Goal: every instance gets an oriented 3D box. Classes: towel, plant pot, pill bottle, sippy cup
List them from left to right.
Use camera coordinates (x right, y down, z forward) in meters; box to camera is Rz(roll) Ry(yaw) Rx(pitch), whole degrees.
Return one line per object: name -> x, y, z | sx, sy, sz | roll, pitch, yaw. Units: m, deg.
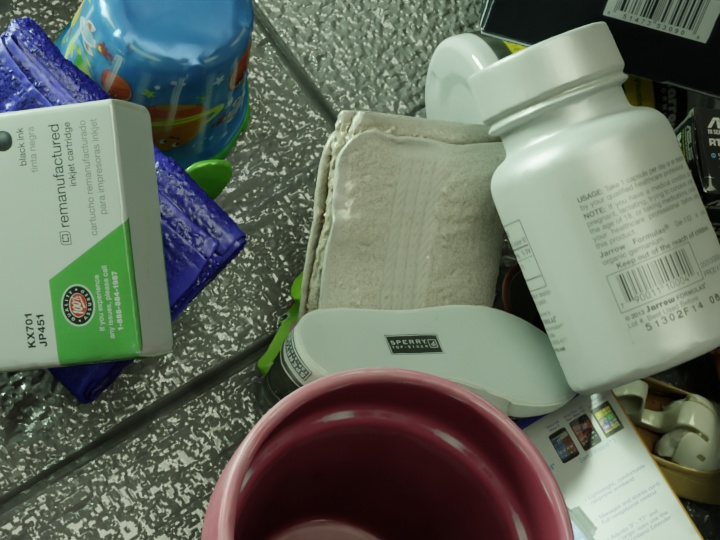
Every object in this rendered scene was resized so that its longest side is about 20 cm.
towel -> -0.185, -0.036, 1.129 | 0.200, 0.050, 0.148 | 46, 100, 7
sippy cup -> -0.126, -0.139, 1.183 | 0.178, 0.130, 0.140 | 38, 62, 3
plant pot -> 0.000, 0.177, 1.055 | 0.200, 0.179, 0.200 | 6, 65, -13
towel -> 0.028, 0.003, 1.152 | 0.132, 0.034, 0.200 | 2, 102, -31
pill bottle -> 0.155, -0.118, 1.263 | 0.200, 0.114, 0.114 | -14, 72, -21
pill bottle -> 0.141, -0.038, 1.112 | 0.114, 0.114, 0.200 | -22, 89, -23

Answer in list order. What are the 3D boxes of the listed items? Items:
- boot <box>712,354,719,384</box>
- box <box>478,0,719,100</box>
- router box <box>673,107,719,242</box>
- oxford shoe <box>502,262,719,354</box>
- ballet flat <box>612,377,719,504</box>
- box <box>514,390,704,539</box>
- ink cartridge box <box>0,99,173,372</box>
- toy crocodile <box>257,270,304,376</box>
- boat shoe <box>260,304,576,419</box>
boot -> 0.289, 0.118, 1.229 | 0.188, 0.068, 0.200 | 28, 39, -30
box -> 0.187, -0.224, 1.206 | 0.200, 0.124, 0.197 | 14, 37, -6
router box -> 0.282, -0.044, 1.248 | 0.200, 0.150, 0.062 | 2, 68, -15
oxford shoe -> 0.195, 0.008, 1.202 | 0.200, 0.075, 0.071 | 6, 104, 19
ballet flat -> 0.184, 0.097, 1.208 | 0.200, 0.063, 0.069 | 20, 62, -7
box -> 0.133, 0.156, 1.119 | 0.119, 0.041, 0.200 | -32, 46, 5
ink cartridge box -> -0.217, -0.013, 1.067 | 0.200, 0.083, 0.147 | -7, 90, 8
toy crocodile -> 0.000, 0.000, 1.200 | 0.068, 0.062, 0.200 | 50, 63, -32
boat shoe -> 0.036, 0.063, 1.120 | 0.200, 0.064, 0.071 | 7, 50, -28
